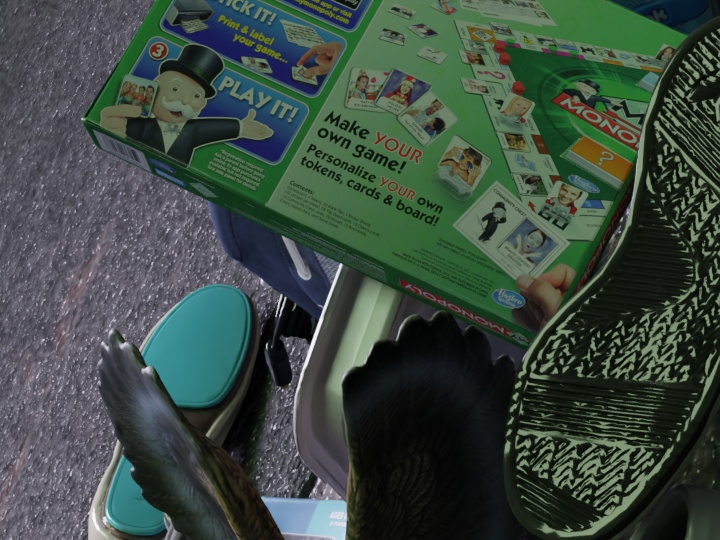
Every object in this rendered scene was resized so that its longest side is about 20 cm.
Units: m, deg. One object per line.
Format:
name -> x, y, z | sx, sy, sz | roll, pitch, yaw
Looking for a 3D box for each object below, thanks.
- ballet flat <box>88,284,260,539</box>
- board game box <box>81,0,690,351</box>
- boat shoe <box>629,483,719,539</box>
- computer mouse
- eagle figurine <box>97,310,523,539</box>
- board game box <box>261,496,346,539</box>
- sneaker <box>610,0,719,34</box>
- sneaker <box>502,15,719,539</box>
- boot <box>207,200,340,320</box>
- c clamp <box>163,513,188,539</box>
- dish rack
ballet flat -> -0.106, 0.094, 1.353 | 0.069, 0.069, 0.200 | -40, 20, 44
board game box -> 0.013, -0.068, 0.927 | 0.135, 0.200, 0.029 | -60, -15, -16
boat shoe -> 0.084, 0.158, 0.894 | 0.200, 0.065, 0.074 | -57, 24, 16
computer mouse -> -0.015, -0.001, 1.251 | 0.200, 0.046, 0.141 | 115, 170, -78
eagle figurine -> -0.014, 0.120, 0.882 | 0.151, 0.151, 0.201 | 157, 113, -63
board game box -> -0.049, 0.209, 1.146 | 0.151, 0.047, 0.200 | -9, 59, 62
sneaker -> 0.108, -0.131, 1.012 | 0.079, 0.200, 0.131 | -13, 31, 7
sneaker -> 0.122, 0.015, 0.892 | 0.083, 0.121, 0.200 | 23, 85, 27
boot -> 0.000, 0.000, 1.065 | 0.090, 0.200, 0.073 | 14, 65, 22
c clamp -> -0.101, 0.169, 1.212 | 0.200, 0.027, 0.171 | 110, 180, -64
dish rack -> 0.044, 0.029, 1.004 | 0.043, 0.200, 0.172 | 12, 71, 23
